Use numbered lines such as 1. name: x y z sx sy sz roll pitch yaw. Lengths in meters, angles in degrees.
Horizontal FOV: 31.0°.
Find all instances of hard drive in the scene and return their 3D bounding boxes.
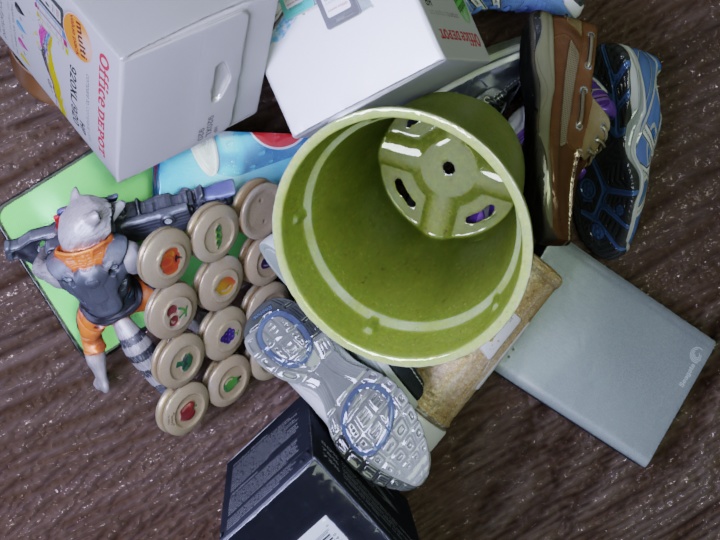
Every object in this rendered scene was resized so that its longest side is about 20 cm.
1. hard drive: 0.223 0.075 1.230 0.199 0.033 0.141 32 85 -12

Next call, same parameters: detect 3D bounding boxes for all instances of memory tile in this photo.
1. memory tile: -0.117 0.032 1.090 0.153 0.017 0.202 -30 132 -37

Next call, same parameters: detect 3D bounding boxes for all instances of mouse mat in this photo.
1. mouse mat: -0.199 -0.036 1.146 0.199 0.008 0.162 -33 99 -9

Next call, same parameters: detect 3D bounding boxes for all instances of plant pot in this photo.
1. plant pot: 0.053 -0.054 1.026 0.198 0.184 0.203 7 113 15

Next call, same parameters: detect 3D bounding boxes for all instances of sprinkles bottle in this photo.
1. sprinkles bottle: 0.096 0.066 1.164 0.068 0.068 0.201 37 93 -11

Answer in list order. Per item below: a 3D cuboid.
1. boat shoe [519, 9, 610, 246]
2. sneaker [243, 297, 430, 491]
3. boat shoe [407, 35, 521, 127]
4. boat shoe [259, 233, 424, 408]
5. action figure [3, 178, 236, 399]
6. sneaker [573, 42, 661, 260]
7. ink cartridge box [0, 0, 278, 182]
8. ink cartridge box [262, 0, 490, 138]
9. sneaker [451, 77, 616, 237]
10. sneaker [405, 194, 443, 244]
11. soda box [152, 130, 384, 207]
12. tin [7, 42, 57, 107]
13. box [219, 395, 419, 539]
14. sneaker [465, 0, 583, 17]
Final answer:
1. boat shoe: 0.175 -0.123 1.094 0.073 0.076 0.203 1 82 -4
2. sneaker: -0.011 0.103 1.093 0.074 0.087 0.200 -42 75 0
3. boat shoe: 0.110 -0.163 1.177 0.198 0.075 0.063 -27 103 -5
4. boat shoe: -0.001 0.031 1.097 0.060 0.075 0.201 -45 113 -16
5. action figure: -0.181 0.006 1.067 0.198 0.105 0.194 -20 135 4
6. sneaker: 0.248 -0.109 1.205 0.076 0.075 0.203 -11 111 -42
7. ink cartridge box: -0.182 -0.205 1.003 0.144 0.148 0.200 -31 68 -27
8. ink cartridge box: -0.010 -0.230 1.067 0.145 0.147 0.202 -24 89 22
9. sneaker: 0.151 -0.090 1.151 0.083 0.081 0.201 39 92 20
10. sneaker: 0.000 0.000 1.159 0.114 0.075 0.202 19 89 -10
11. soda box: -0.081 -0.086 1.136 0.197 0.064 0.069 1 93 -14
12. tin: -0.197 -0.178 1.093 0.197 0.042 0.113 11 52 -5
13. box: -0.032 0.210 1.091 0.104 0.200 0.148 -41 99 3
14. sneaker: 0.103 -0.258 1.167 0.198 0.076 0.078 17 95 -3
